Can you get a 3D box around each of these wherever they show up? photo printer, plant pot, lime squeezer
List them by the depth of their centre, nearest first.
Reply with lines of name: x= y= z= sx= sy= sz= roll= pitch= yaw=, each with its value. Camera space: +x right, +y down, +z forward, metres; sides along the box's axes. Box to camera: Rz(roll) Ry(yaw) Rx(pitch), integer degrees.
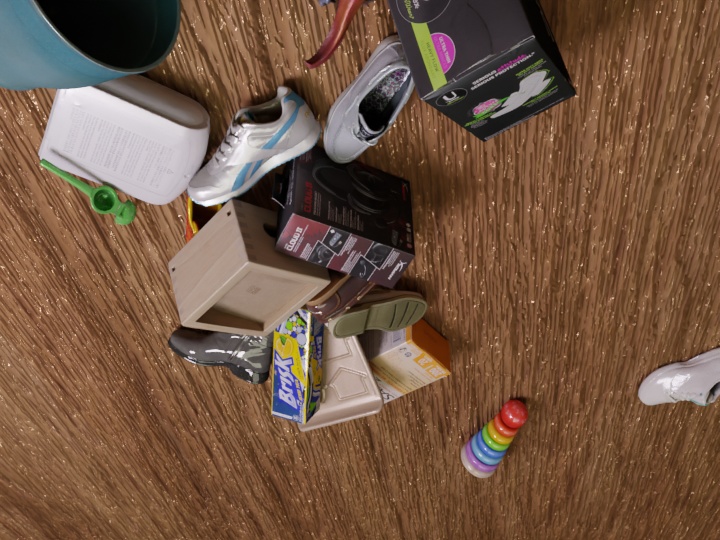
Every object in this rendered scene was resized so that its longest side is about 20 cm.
plant pot: x=-0.324 y=-0.281 z=0.780 sx=0.185 sy=0.203 sz=0.200 roll=-11 pitch=139 yaw=34
photo printer: x=-0.302 y=-0.177 z=0.970 sx=0.196 sy=0.071 sz=0.167 roll=20 pitch=135 yaw=-21
lime squeezer: x=-0.346 y=-0.099 z=1.011 sx=0.038 sy=0.071 sz=0.200 roll=-43 pitch=157 yaw=2

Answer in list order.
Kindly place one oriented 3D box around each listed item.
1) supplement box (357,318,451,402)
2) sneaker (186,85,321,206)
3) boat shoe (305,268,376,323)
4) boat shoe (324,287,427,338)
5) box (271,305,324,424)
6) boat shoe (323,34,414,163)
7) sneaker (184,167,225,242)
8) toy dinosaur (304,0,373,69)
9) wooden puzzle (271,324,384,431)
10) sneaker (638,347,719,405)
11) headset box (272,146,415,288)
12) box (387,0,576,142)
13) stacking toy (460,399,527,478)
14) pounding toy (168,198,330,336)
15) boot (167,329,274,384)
supplement box: x=0.049 y=0.166 z=1.338 sx=0.198 sy=0.075 sz=0.126 roll=-29 pitch=129 yaw=29
sneaker: x=-0.151 y=-0.162 z=0.972 sx=0.198 sy=0.077 sz=0.081 roll=-34 pitch=130 yaw=6
boat shoe: x=0.000 y=0.000 z=1.124 sx=0.198 sy=0.071 sz=0.071 roll=-36 pitch=132 yaw=-2
boat shoe: x=0.022 y=0.056 z=1.210 sx=0.197 sy=0.069 sz=0.076 roll=-4 pitch=128 yaw=-37
box: x=-0.104 y=0.147 z=1.243 sx=0.069 sy=0.064 sz=0.205 roll=11 pitch=108 yaw=20
boat shoe: x=0.008 y=-0.201 z=0.942 sx=0.069 sy=0.073 sz=0.202 roll=20 pitch=134 yaw=-20
sneaker: x=-0.231 y=-0.058 z=1.095 sx=0.071 sy=0.078 sz=0.202 roll=1 pitch=139 yaw=-3
toy dinosaur: x=0.030 y=-0.321 z=0.764 sx=0.103 sy=0.205 sz=0.180 roll=8 pitch=172 yaw=-31
wooden puzzle: x=-0.065 y=0.164 z=1.293 sx=0.182 sy=0.046 sz=0.204 roll=-19 pitch=96 yaw=27
sneaker: x=0.615 y=0.219 z=1.385 sx=0.075 sy=0.090 sz=0.199 roll=32 pitch=129 yaw=-33
headset box: x=-0.029 y=-0.080 z=1.016 sx=0.196 sy=0.151 sz=0.078 roll=19 pitch=134 yaw=-19
box: x=0.128 y=-0.245 z=0.778 sx=0.122 sy=0.152 sz=0.199 roll=-24 pitch=167 yaw=24
stacking toy: x=0.284 y=0.341 z=1.529 sx=0.084 sy=0.087 sz=0.202 roll=14 pitch=131 yaw=-15
pounding toy: x=-0.156 y=-0.003 z=1.066 sx=0.183 sy=0.145 sz=0.198 roll=-38 pitch=148 yaw=30
boot: x=-0.232 y=0.104 z=1.287 sx=0.196 sy=0.068 sz=0.133 roll=18 pitch=115 yaw=6
